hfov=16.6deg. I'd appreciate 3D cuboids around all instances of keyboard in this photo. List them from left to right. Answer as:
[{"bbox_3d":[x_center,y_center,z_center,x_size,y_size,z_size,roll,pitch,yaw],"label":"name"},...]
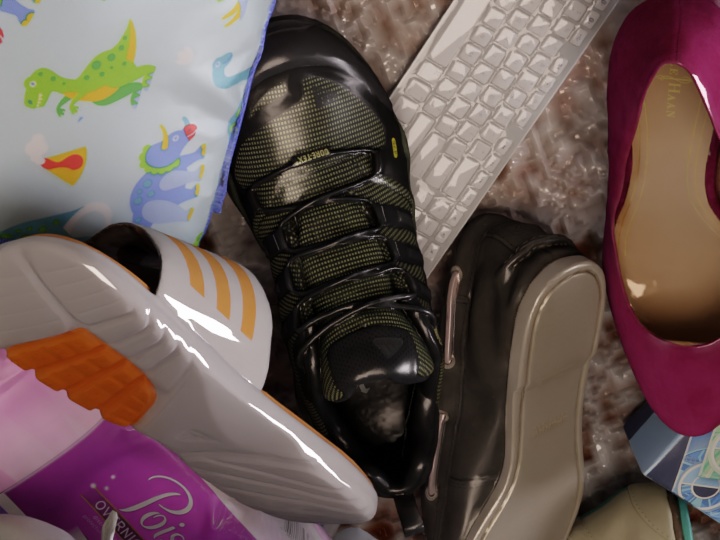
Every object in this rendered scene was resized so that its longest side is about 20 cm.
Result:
[{"bbox_3d":[0.040,-0.064,0.981,0.056,0.011,0.200,27,111,-21],"label":"keyboard"}]

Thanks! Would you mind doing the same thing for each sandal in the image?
[{"bbox_3d":[-0.061,0.029,0.898,0.079,0.059,0.207,-6,148,35],"label":"sandal"}]

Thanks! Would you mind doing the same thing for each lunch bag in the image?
[{"bbox_3d":[-0.130,-0.098,0.870,0.199,0.128,0.171,12,115,-13],"label":"lunch bag"}]

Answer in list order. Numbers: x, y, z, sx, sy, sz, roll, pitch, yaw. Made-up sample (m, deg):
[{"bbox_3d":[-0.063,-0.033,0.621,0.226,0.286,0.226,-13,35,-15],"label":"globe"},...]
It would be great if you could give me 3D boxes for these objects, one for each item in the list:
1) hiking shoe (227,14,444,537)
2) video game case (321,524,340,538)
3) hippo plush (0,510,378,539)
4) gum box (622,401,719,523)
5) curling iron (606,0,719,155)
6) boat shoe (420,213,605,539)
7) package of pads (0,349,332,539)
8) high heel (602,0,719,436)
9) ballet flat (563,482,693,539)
[{"bbox_3d":[0.000,0.000,0.944,0.075,0.101,0.201,-21,118,-8],"label":"hiking shoe"},{"bbox_3d":[-0.122,0.131,1.053,0.181,0.022,0.201,22,112,-19],"label":"video game case"},{"bbox_3d":[-0.053,0.142,0.915,0.160,0.159,0.201,-14,141,-37],"label":"hippo plush"},{"bbox_3d":[0.243,0.064,1.060,0.200,0.045,0.170,33,109,-21],"label":"gum box"},{"bbox_3d":[0.168,-0.112,0.964,0.050,0.026,0.200,36,108,-22],"label":"curling iron"},{"bbox_3d":[0.057,0.067,1.036,0.067,0.057,0.201,-16,129,-37],"label":"boat shoe"},{"bbox_3d":[-0.107,0.090,0.978,0.120,0.076,0.200,-34,118,12],"label":"package of pads"},{"bbox_3d":[0.120,-0.012,0.949,0.067,0.096,0.201,-3,113,13],"label":"high heel"},{"bbox_3d":[0.130,0.193,1.058,0.069,0.069,0.201,-13,79,-1],"label":"ballet flat"}]
